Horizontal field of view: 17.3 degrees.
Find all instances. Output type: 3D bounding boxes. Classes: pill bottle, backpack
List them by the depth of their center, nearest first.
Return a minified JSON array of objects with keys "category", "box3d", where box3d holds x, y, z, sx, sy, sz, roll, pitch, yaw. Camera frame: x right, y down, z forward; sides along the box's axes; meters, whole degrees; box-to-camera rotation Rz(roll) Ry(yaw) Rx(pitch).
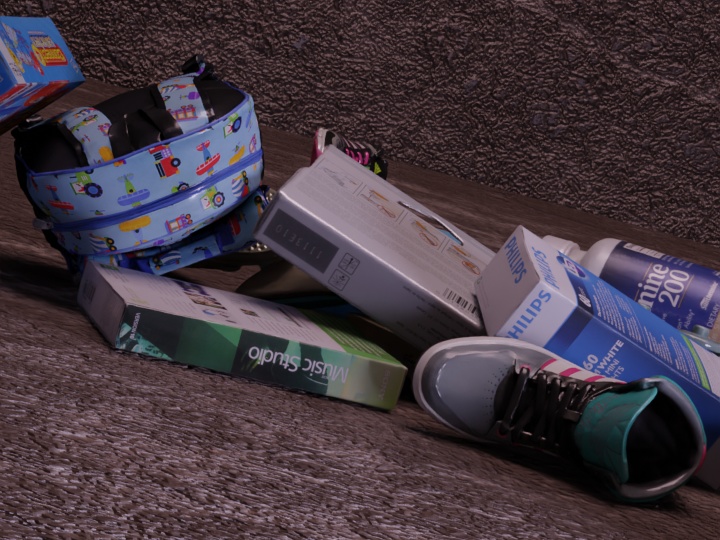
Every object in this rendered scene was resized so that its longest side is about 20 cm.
[{"category":"backpack","box3d":[-0.148,-0.064,1.699,0.182,0.135,0.200,-20,13,-10]},{"category":"pill bottle","box3d":[0.244,0.036,2.076,0.200,0.111,0.111,18,7,18]}]

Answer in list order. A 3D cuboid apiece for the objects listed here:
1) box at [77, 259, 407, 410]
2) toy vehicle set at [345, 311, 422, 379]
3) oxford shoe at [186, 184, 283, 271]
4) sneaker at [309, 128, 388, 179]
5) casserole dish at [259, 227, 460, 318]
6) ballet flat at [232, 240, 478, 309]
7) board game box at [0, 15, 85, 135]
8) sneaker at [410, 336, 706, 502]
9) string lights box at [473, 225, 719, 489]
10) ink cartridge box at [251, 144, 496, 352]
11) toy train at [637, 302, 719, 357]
[{"category":"box","box3d":[-0.083,0.043,1.611,0.200,0.036,0.144,12,8,-18]},{"category":"toy vehicle set","box3d":[0.092,0.078,1.759,0.124,0.027,0.200,10,9,-42]},{"category":"oxford shoe","box3d":[-0.109,-0.028,1.858,0.200,0.075,0.058,5,-41,47]},{"category":"sneaker","box3d":[-0.011,-0.132,2.967,0.087,0.074,0.200,11,1,10]},{"category":"casserole dish","box3d":[0.018,-0.003,1.888,0.200,0.039,0.121,14,-36,-17]},{"category":"ballet flat","box3d":[0.000,0.000,1.805,0.200,0.070,0.069,1,5,8]},{"category":"board game box","box3d":[-0.305,-0.101,1.632,0.056,0.200,0.196,59,9,-1]},{"category":"sneaker","box3d":[0.138,0.096,1.525,0.200,0.084,0.121,15,-3,-14]},{"category":"string lights box","box3d":[0.179,0.059,1.645,0.200,0.059,0.103,33,17,-16]},{"category":"ink cartridge box","box3d":[0.031,-0.006,1.708,0.200,0.044,0.174,34,17,1]},{"category":"toy train","box3d":[0.221,0.072,1.899,0.200,0.085,0.114,20,-2,26]}]
